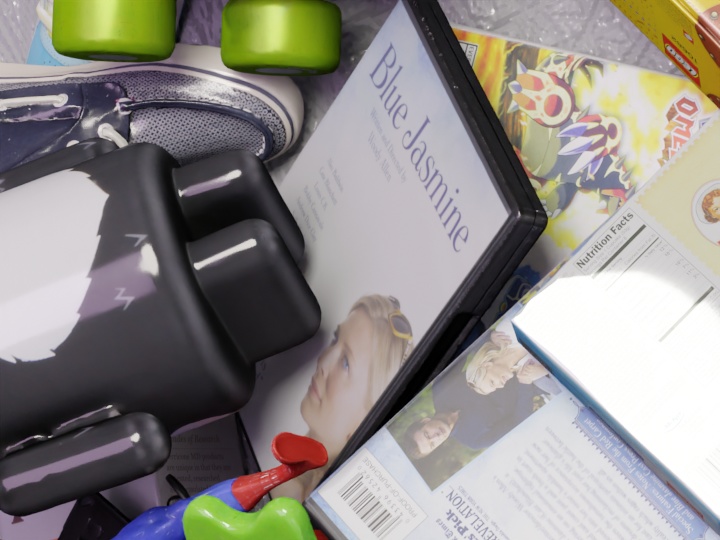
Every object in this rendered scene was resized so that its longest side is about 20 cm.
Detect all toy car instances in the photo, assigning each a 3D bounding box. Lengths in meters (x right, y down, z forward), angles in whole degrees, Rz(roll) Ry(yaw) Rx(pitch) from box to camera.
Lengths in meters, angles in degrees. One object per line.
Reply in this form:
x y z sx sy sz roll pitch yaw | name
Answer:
-0.038 -0.173 1.181 0.200 0.157 0.165 179 93 -65 | toy car

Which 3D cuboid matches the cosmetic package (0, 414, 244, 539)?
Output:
-0.115 0.086 1.328 0.101 0.071 0.201 -17 77 33 | cosmetic package

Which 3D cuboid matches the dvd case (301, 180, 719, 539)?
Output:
0.094 0.077 1.120 0.200 0.018 0.143 -42 68 -3 | dvd case

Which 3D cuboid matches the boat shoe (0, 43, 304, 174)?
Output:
-0.128 -0.047 1.303 0.199 0.075 0.093 -2 46 16 | boat shoe

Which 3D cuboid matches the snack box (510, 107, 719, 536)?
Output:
0.168 -0.008 1.100 0.200 0.037 0.116 -45 72 -5 | snack box

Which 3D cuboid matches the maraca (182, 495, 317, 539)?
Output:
-0.035 0.160 1.105 0.137 0.107 0.200 28 136 4 | maraca

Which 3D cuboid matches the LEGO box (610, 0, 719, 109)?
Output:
0.136 -0.178 1.098 0.149 0.077 0.200 -40 70 -5 | LEGO box

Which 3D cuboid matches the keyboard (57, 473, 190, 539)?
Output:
-0.059 0.168 1.232 0.200 0.040 0.104 38 107 31 | keyboard

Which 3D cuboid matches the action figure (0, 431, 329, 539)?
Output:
-0.112 0.126 1.194 0.199 0.099 0.066 -27 69 34 | action figure

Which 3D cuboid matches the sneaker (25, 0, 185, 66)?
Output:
-0.139 -0.147 1.325 0.079 0.130 0.201 34 107 31 | sneaker

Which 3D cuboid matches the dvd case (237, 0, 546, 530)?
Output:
0.000 0.000 1.219 0.200 0.017 0.143 -55 40 31 | dvd case

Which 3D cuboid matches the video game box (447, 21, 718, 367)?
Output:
0.089 0.008 1.209 0.181 0.047 0.201 15 95 32 | video game box

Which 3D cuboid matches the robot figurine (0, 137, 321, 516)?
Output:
-0.121 0.020 1.199 0.199 0.150 0.125 -20 99 8 | robot figurine
